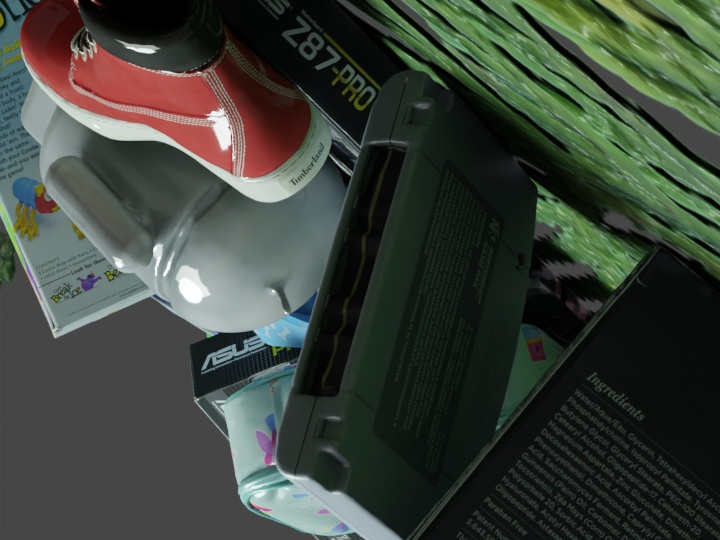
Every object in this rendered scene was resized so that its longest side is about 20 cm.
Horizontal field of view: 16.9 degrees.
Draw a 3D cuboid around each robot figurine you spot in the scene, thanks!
[{"bbox_3d":[-0.086,-0.047,1.256,0.200,0.113,0.169,42,-139,20],"label":"robot figurine"}]

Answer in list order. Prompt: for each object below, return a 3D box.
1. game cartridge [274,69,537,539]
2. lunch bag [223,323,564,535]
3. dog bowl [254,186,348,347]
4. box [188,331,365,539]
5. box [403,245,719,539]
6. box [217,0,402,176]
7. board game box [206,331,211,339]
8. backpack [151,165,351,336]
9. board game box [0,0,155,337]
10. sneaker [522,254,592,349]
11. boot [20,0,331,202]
[{"bbox_3d":[0.027,0.027,1.115,0.040,0.201,0.133,0,153,35],"label":"game cartridge"},{"bbox_3d":[0.035,0.096,1.407,0.160,0.199,0.078,41,-143,-63],"label":"lunch bag"},{"bbox_3d":[0.000,0.000,1.381,0.199,0.111,0.050,1,124,52],"label":"dog bowl"},{"bbox_3d":[0.008,0.087,1.516,0.200,0.159,0.044,53,-161,-46],"label":"box"},{"bbox_3d":[0.128,0.121,1.102,0.124,0.197,0.200,38,177,20],"label":"box"},{"bbox_3d":[-0.030,-0.106,1.227,0.200,0.049,0.161,43,175,-26],"label":"box"},{"bbox_3d":[-0.042,0.061,1.670,0.134,0.029,0.200,23,-154,-23],"label":"board game box"},{"bbox_3d":[-0.035,-0.013,1.569,0.182,0.148,0.200,16,-175,-40],"label":"backpack"},{"bbox_3d":[-0.172,-0.074,1.417,0.103,0.104,0.201,153,93,-82],"label":"board game box"},{"bbox_3d":[0.094,0.017,1.479,0.082,0.070,0.200,58,-179,22],"label":"sneaker"},{"bbox_3d":[-0.115,-0.117,1.125,0.200,0.073,0.144,26,165,42],"label":"boot"}]
